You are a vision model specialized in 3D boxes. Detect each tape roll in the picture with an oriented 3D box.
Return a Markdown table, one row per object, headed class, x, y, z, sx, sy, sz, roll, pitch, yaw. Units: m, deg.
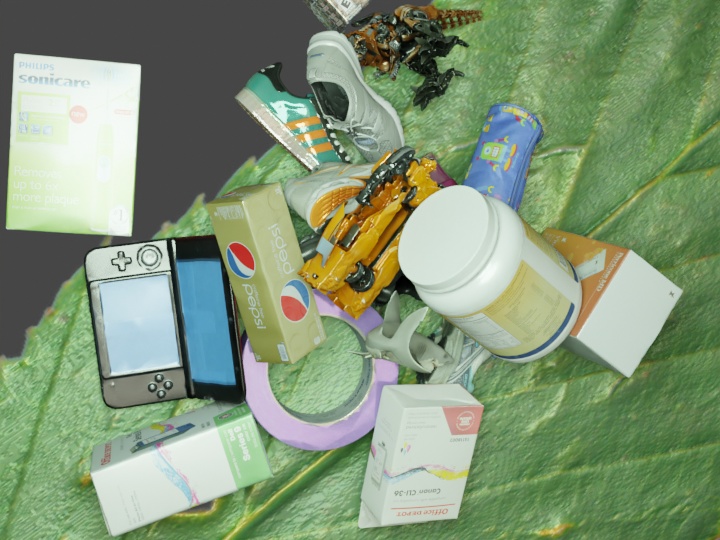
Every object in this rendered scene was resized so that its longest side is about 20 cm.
| class | x | y | z | sx | sy | sz | roll | pitch | yaw |
| --- | --- | --- | --- | --- | --- | --- | --- | --- | --- |
| tape roll | -0.055 | 0.120 | 1.417 | 0.198 | 0.066 | 0.203 | -1 | 94 | -11 |

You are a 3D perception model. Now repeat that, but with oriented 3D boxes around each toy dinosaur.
| class | x | y | z | sx | sy | sz | roll | pitch | yaw |
| --- | --- | --- | --- | --- | --- | --- | --- | --- | --- |
| toy dinosaur | 0.063 | -0.290 | 1.399 | 0.199 | 0.102 | 0.136 | -35 | 56 | -2 |

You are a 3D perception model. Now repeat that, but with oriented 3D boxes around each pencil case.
| class | x | y | z | sx | sy | sz | roll | pitch | yaw |
| --- | --- | --- | --- | --- | --- | --- | --- | --- | --- |
| pencil case | 0.172 | -0.110 | 1.416 | 0.078 | 0.086 | 0.202 | 39 | 65 | -47 |

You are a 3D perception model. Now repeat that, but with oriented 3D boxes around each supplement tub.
| class | x | y | z | sx | sy | sz | roll | pitch | yaw |
| --- | --- | --- | --- | --- | --- | --- | --- | --- | --- |
| supplement tub | 0.149 | 0.004 | 1.291 | 0.200 | 0.144 | 0.145 | 36 | 86 | -40 |

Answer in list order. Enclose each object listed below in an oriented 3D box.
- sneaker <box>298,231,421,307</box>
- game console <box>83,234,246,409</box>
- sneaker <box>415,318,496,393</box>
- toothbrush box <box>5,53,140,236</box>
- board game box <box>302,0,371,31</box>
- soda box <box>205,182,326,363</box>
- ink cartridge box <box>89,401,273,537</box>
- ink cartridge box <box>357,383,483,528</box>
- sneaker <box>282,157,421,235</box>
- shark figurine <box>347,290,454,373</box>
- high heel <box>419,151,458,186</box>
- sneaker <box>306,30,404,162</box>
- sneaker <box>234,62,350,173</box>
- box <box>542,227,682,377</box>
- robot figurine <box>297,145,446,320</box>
| class | x | y | z | sx | sy | sz | roll | pitch | yaw |
| --- | --- | --- | --- | --- | --- | --- | --- | --- | --- |
| sneaker | 0.000 | 0.000 | 1.371 | 0.198 | 0.076 | 0.091 | -4 | 54 | -19 |
| game console | -0.236 | 0.065 | 1.349 | 0.170 | 0.119 | 0.202 | -8 | 95 | -11 |
| sneaker | 0.147 | 0.068 | 1.460 | 0.086 | 0.078 | 0.201 | 25 | 95 | -24 |
| toothbrush box | -0.337 | -0.144 | 1.332 | 0.144 | 0.086 | 0.202 | 4 | 91 | -12 |
| board game box | -0.036 | -0.420 | 1.370 | 0.159 | 0.097 | 0.200 | -45 | 101 | -6 |
| soda box | -0.107 | 0.003 | 1.305 | 0.068 | 0.064 | 0.202 | -32 | 113 | -45 |
| ink cartridge box | -0.216 | 0.229 | 1.349 | 0.198 | 0.145 | 0.088 | -21 | 97 | -9 |
| ink cartridge box | 0.073 | 0.247 | 1.415 | 0.115 | 0.067 | 0.202 | 1 | 110 | -26 |
| sneaker | -0.007 | -0.107 | 1.345 | 0.199 | 0.092 | 0.076 | -18 | 128 | -41 |
| shark figurine | 0.040 | 0.068 | 1.320 | 0.127 | 0.214 | 0.090 | 11 | 85 | 13 |
| high heel | 0.042 | -0.059 | 1.423 | 0.199 | 0.067 | 0.097 | -36 | 95 | -8 |
| sneaker | -0.015 | -0.189 | 1.369 | 0.200 | 0.074 | 0.082 | 52 | 43 | -36 |
| sneaker | -0.058 | -0.172 | 1.394 | 0.200 | 0.071 | 0.080 | 43 | 88 | -10 |
| box | 0.281 | 0.035 | 1.405 | 0.097 | 0.200 | 0.125 | 34 | 86 | -22 |
| robot figurine | 0.019 | -0.050 | 1.289 | 0.201 | 0.058 | 0.145 | -55 | 143 | -5 |
